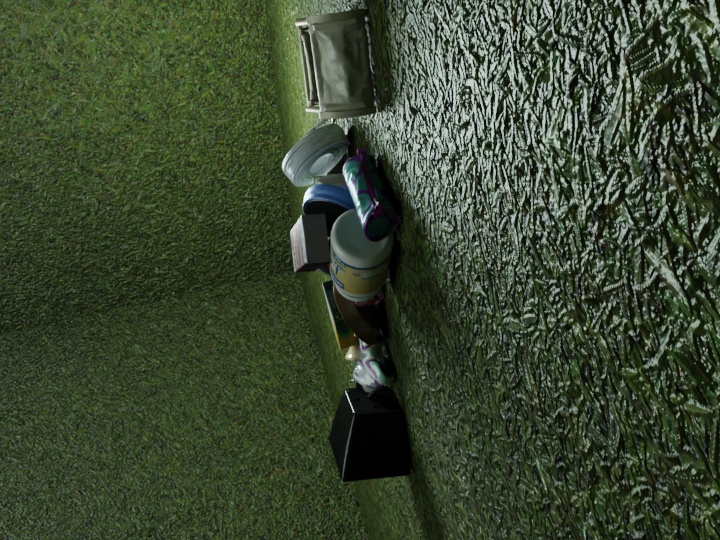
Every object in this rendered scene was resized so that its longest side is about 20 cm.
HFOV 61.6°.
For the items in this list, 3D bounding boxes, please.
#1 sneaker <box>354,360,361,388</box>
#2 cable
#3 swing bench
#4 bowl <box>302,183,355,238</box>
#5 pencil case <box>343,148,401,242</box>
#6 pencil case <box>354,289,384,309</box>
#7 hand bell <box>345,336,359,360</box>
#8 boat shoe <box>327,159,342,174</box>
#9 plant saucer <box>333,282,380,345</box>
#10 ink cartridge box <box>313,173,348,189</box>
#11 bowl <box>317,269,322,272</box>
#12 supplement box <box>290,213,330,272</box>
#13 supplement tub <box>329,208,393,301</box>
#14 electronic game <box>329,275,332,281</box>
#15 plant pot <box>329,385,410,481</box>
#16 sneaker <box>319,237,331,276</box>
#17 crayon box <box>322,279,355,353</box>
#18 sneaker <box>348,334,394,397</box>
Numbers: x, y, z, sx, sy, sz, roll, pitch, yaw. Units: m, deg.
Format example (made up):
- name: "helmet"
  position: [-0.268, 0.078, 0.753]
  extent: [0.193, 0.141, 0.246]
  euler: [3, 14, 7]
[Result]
- name: "sneaker"
  position: [0.017, 0.300, 1.911]
  extent: [0.079, 0.073, 0.207]
  euler: [66, -161, -85]
- name: "cable"
  position: [-0.117, -0.309, 1.624]
  extent: [0.070, 0.198, 0.200]
  euler: [52, -176, 9]
- name: "swing bench"
  position: [-0.055, -0.442, 1.301]
  extent: [0.200, 0.126, 0.205]
  euler: [-126, 27, -66]
- name: "bowl"
  position: [-0.051, -0.130, 1.466]
  extent: [0.202, 0.195, 0.040]
  euler: [102, -169, -66]
- name: "pencil case"
  position: [0.021, -0.162, 1.297]
  extent: [0.094, 0.082, 0.203]
  euler: [90, 165, -48]
- name: "pencil case"
  position: [0.000, 0.000, 1.600]
  extent: [0.088, 0.080, 0.204]
  euler: [92, 163, -54]
- name: "hand bell"
  position: [-0.007, 0.150, 1.776]
  extent: [0.104, 0.101, 0.207]
  euler: [-163, 66, -78]
- name: "boat shoe"
  position: [-0.084, -0.301, 1.813]
  extent: [0.203, 0.069, 0.069]
  euler: [104, 158, -47]
- name: "plant saucer"
  position: [0.000, 0.101, 1.623]
  extent: [0.201, 0.035, 0.203]
  euler: [48, -158, -26]
- name: "ink cartridge box"
  position: [-0.052, -0.204, 1.566]
  extent: [0.200, 0.113, 0.070]
  euler: [-128, 32, -70]
- name: "bowl"
  position: [-0.075, -0.105, 1.747]
  extent: [0.201, 0.073, 0.202]
  euler: [-50, 37, 22]
- name: "supplement box"
  position: [-0.124, -0.062, 1.454]
  extent: [0.200, 0.059, 0.113]
  euler: [151, 112, -75]
- name: "supplement tub"
  position: [-0.001, -0.030, 1.391]
  extent: [0.202, 0.140, 0.148]
  euler: [96, 159, -60]
- name: "electronic game"
  position: [-0.062, 0.058, 1.878]
  extent: [0.200, 0.040, 0.206]
  euler: [-17, -89, -83]
- name: "plant pot"
  position: [0.026, 0.432, 1.659]
  extent: [0.200, 0.193, 0.184]
  euler: [-127, 37, -68]
- name: "sneaker"
  position: [-0.085, -0.036, 1.550]
  extent: [0.201, 0.081, 0.079]
  euler: [116, 174, -68]
- name: "crayon box"
  position: [-0.058, 0.131, 1.696]
  extent: [0.202, 0.050, 0.128]
  euler: [84, 168, -57]
- name: "sneaker"
  position: [0.009, 0.252, 1.674]
  extent: [0.140, 0.076, 0.203]
  euler: [-49, 41, 30]
